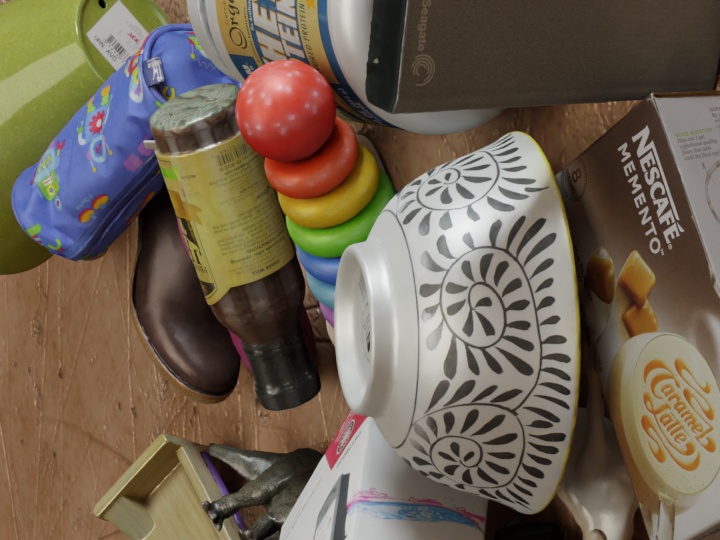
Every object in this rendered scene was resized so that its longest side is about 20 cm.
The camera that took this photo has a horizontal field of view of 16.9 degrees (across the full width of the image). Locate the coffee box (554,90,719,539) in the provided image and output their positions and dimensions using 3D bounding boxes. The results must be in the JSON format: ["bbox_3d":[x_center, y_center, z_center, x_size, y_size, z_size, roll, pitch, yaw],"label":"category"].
[{"bbox_3d":[0.173,0.025,1.191,0.114,0.079,0.201,-40,61,53],"label":"coffee box"}]

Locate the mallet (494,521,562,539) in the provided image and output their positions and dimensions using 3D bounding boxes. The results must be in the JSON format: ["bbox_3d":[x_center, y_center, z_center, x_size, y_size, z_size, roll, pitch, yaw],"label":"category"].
[{"bbox_3d":[0.080,0.169,1.292,0.041,0.200,0.066,-7,84,13],"label":"mallet"}]

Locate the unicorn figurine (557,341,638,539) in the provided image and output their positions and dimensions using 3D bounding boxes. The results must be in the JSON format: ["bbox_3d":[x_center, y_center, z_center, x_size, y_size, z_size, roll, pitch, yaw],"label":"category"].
[{"bbox_3d":[0.119,0.096,1.309,0.200,0.073,0.138,-126,41,-63],"label":"unicorn figurine"}]

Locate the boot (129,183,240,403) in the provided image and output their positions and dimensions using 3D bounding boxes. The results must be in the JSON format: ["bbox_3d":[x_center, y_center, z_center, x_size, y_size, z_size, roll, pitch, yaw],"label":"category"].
[{"bbox_3d":[-0.101,-0.030,1.625,0.166,0.072,0.201,-49,50,51],"label":"boot"}]

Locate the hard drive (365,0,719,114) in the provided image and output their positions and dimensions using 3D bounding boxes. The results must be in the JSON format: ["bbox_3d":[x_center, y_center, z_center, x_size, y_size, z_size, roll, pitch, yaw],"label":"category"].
[{"bbox_3d":[0.096,-0.151,1.176,0.033,0.199,0.141,30,119,52],"label":"hard drive"}]

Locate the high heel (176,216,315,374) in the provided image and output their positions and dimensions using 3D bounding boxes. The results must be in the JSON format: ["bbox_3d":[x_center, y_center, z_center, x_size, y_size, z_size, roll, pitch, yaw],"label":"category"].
[{"bbox_3d":[-0.075,-0.015,1.551,0.201,0.067,0.096,64,176,-18],"label":"high heel"}]

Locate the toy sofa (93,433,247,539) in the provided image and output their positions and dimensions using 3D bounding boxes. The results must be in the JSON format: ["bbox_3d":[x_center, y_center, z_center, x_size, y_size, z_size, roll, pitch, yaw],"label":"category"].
[{"bbox_3d":[-0.091,0.213,1.653,0.083,0.097,0.200,-47,51,19],"label":"toy sofa"}]

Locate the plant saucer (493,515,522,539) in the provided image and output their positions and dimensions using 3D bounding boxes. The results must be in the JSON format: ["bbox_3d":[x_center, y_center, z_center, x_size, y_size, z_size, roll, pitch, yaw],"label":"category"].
[{"bbox_3d":[0.040,0.220,1.450,0.019,0.070,0.200,43,136,8],"label":"plant saucer"}]

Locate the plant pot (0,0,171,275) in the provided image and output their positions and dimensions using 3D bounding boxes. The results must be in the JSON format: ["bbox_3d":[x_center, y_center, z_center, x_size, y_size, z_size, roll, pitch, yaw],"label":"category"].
[{"bbox_3d":[-0.222,-0.120,1.733,0.199,0.186,0.189,-28,70,42],"label":"plant pot"}]

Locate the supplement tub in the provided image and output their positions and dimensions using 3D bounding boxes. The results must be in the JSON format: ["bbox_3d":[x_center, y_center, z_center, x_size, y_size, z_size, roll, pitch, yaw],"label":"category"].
[{"bbox_3d":[0.001,-0.156,1.378,0.200,0.144,0.146,13,106,56],"label":"supplement tub"}]

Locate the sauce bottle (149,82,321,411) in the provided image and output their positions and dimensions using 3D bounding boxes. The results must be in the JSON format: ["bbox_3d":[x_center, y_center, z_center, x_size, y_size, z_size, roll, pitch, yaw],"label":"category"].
[{"bbox_3d":[-0.071,-0.010,1.467,0.065,0.064,0.201,16,128,56],"label":"sauce bottle"}]

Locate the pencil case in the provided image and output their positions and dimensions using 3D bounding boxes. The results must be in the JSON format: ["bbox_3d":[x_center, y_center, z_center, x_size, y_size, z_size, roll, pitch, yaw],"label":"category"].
[{"bbox_3d":[-0.154,-0.080,1.596,0.200,0.078,0.087,-41,40,42],"label":"pencil case"}]

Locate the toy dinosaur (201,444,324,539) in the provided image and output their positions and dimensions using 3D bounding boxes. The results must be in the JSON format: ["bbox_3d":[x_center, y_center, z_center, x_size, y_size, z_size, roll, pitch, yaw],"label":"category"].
[{"bbox_3d":[-0.038,0.152,1.550,0.077,0.102,0.200,66,164,-17],"label":"toy dinosaur"}]

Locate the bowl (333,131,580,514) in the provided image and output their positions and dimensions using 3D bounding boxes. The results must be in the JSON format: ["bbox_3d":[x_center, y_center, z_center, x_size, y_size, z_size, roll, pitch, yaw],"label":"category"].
[{"bbox_3d":[0.040,0.029,1.265,0.201,0.093,0.203,178,90,-76],"label":"bowl"}]

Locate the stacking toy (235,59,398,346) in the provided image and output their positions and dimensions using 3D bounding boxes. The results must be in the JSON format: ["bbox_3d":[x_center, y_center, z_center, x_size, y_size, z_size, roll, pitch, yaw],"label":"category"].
[{"bbox_3d":[-0.012,-0.040,1.345,0.085,0.085,0.201,42,165,47],"label":"stacking toy"}]

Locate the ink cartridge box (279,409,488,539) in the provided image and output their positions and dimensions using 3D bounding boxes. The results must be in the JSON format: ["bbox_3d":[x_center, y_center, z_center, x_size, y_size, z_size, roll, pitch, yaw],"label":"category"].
[{"bbox_3d":[0.005,0.178,1.358,0.148,0.085,0.201,-59,10,34],"label":"ink cartridge box"}]

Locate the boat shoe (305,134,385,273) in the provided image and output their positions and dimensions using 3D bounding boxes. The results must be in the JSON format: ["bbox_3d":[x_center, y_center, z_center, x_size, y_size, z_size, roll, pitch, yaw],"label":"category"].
[{"bbox_3d":[0.000,0.000,1.473,0.072,0.067,0.201,-54,50,46],"label":"boat shoe"}]
